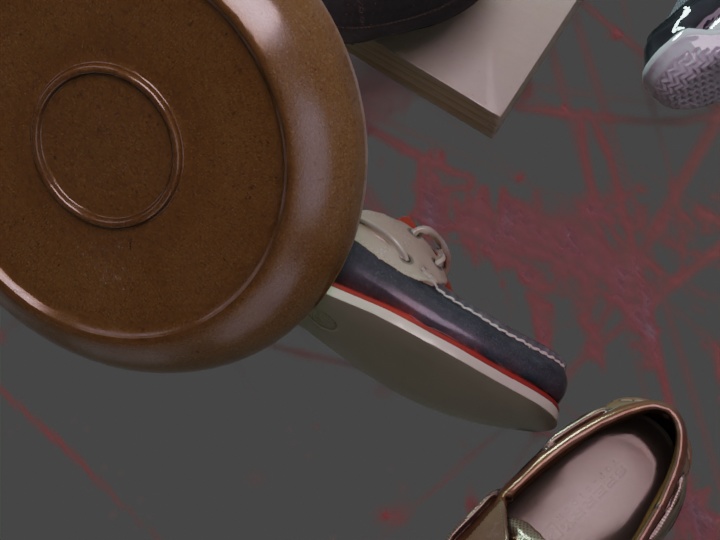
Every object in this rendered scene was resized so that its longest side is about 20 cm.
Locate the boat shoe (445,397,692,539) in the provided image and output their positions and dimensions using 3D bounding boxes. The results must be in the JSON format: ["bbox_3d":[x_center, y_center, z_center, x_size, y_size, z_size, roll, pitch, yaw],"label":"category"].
[{"bbox_3d":[0.058,0.121,0.817,0.076,0.072,0.200,37,70,9],"label":"boat shoe"}]

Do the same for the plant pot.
[{"bbox_3d":[-0.094,-0.050,0.818,0.199,0.201,0.027,32,27,7],"label":"plant pot"}]

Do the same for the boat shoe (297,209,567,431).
[{"bbox_3d":[0.000,0.000,0.863,0.199,0.071,0.063,27,66,9],"label":"boat shoe"}]

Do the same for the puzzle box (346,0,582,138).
[{"bbox_3d":[0.010,-0.164,0.948,0.199,0.025,0.134,32,70,7],"label":"puzzle box"}]

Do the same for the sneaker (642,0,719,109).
[{"bbox_3d":[0.165,-0.161,0.939,0.114,0.076,0.200,42,65,11],"label":"sneaker"}]

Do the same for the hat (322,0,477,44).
[{"bbox_3d":[-0.034,-0.172,0.885,0.199,0.081,0.203,8,73,-28],"label":"hat"}]
